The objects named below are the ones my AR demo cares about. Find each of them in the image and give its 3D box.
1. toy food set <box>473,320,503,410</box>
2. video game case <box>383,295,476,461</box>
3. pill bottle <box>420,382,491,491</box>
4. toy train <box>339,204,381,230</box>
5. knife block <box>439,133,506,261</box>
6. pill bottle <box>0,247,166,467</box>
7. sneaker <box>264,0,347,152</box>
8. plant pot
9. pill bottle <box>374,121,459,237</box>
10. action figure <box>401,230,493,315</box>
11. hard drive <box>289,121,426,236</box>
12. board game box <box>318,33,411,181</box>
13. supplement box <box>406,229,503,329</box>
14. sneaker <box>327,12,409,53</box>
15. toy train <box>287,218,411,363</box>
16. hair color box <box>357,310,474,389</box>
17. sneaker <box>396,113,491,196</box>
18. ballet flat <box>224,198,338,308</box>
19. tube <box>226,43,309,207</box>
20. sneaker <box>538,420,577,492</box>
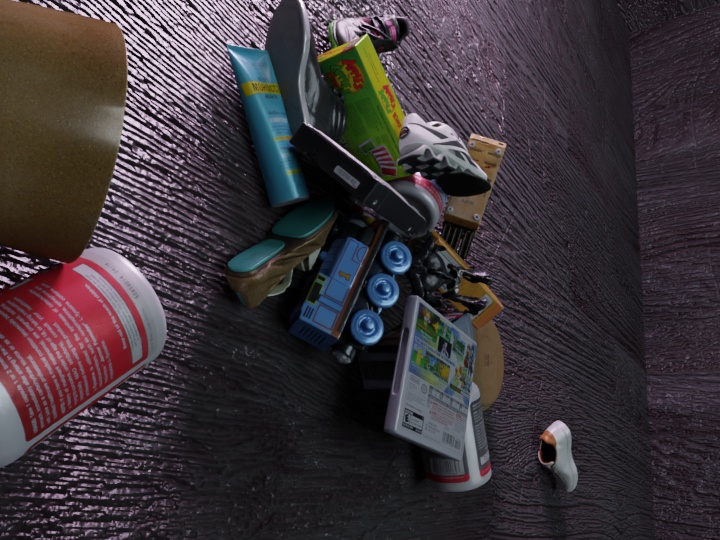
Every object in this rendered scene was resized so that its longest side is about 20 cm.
[{"bbox_3d":[0.223,0.174,1.152,0.197,0.048,0.202,-10,91,-55],"label":"toy food set"},{"bbox_3d":[0.106,0.157,0.846,0.200,0.022,0.184,37,58,-47],"label":"video game case"},{"bbox_3d":[0.146,0.243,0.977,0.110,0.110,0.202,-10,92,-54],"label":"pill bottle"},{"bbox_3d":[0.000,0.000,0.869,0.150,0.055,0.202,-15,96,-55],"label":"toy train"},{"bbox_3d":[0.192,-0.120,1.072,0.176,0.063,0.202,47,62,-81],"label":"knife block"},{"bbox_3d":[-0.255,0.071,0.451,0.200,0.111,0.113,-41,116,-50],"label":"pill bottle"},{"bbox_3d":[-0.070,-0.261,0.815,0.099,0.070,0.202,-12,100,-55],"label":"sneaker"},{"bbox_3d":[-0.289,-0.114,0.408,0.199,0.186,0.189,11,74,-39],"label":"plant pot"},{"bbox_3d":[0.102,-0.157,0.996,0.109,0.108,0.201,55,43,-32],"label":"pill bottle"},{"bbox_3d":[0.111,0.013,0.915,0.199,0.102,0.120,19,74,-39],"label":"action figure"},{"bbox_3d":[0.004,-0.116,0.802,0.038,0.140,0.200,-51,156,6],"label":"hard drive"},{"bbox_3d":[0.005,-0.227,0.881,0.201,0.101,0.048,60,40,-27],"label":"board game box"},{"bbox_3d":[0.163,0.014,1.043,0.200,0.069,0.067,45,10,-28],"label":"supplement box"},{"bbox_3d":[0.015,-0.371,0.938,0.200,0.083,0.077,-47,120,-48],"label":"sneaker"},{"bbox_3d":[-0.011,0.019,0.786,0.114,0.087,0.201,29,64,-10],"label":"toy train"},{"bbox_3d":[0.092,0.121,0.935,0.199,0.098,0.061,-24,105,-53],"label":"hair color box"},{"bbox_3d":[0.132,-0.173,0.893,0.199,0.074,0.089,21,63,-46],"label":"sneaker"},{"bbox_3d":[-0.091,-0.018,0.747,0.200,0.067,0.073,-48,142,-47],"label":"ballet flat"},{"bbox_3d":[-0.116,-0.183,0.758,0.077,0.050,0.202,-22,97,-62],"label":"tube"},{"bbox_3d":[0.461,0.457,1.430,0.084,0.073,0.202,-26,113,-22],"label":"sneaker"}]
